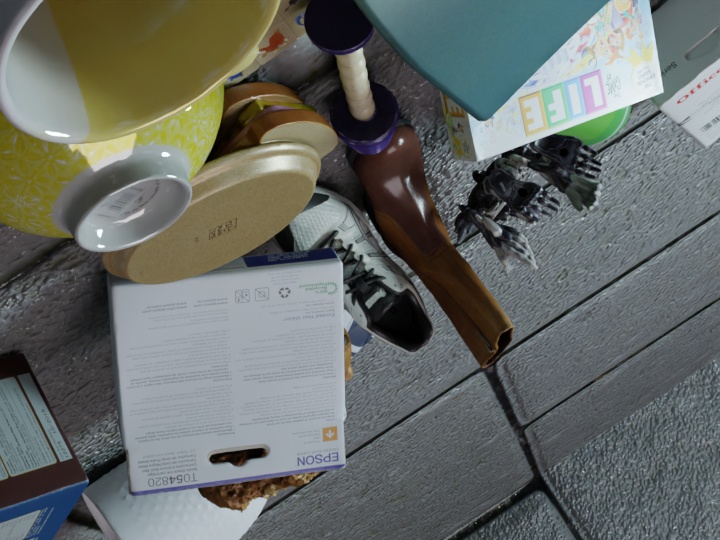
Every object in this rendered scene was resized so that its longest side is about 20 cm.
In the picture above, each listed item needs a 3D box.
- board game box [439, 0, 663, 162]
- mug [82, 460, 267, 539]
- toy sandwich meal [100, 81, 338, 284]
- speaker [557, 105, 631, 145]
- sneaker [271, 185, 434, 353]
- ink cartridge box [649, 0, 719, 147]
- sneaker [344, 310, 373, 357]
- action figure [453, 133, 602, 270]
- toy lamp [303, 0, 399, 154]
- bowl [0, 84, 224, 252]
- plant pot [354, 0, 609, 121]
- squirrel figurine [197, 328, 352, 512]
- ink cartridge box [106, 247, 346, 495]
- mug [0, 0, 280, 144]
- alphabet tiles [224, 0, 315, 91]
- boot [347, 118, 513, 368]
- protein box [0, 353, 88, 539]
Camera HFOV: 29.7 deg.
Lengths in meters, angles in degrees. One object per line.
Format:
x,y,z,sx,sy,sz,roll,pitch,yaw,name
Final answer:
0.148,-0.180,1.082,0.200,0.135,0.034,-22,-161,-27,board game box
-0.203,0.255,1.522,0.175,0.148,0.200,-34,-170,-19,mug
-0.116,-0.064,1.040,0.205,0.070,0.205,-27,165,-8,toy sandwich meal
0.168,-0.159,1.204,0.088,0.089,0.200,-44,156,25,speaker
0.000,0.000,1.211,0.076,0.088,0.200,-46,124,5,sneaker
0.352,-0.214,1.345,0.146,0.084,0.200,-40,157,16,ink cartridge box
-0.014,0.066,1.450,0.108,0.070,0.200,-16,150,-33,sneaker
0.146,-0.061,1.197,0.119,0.102,0.200,-49,-178,-7,action figure
-0.003,-0.142,1.030,0.058,0.058,0.200,-32,162,-3,toy lamp
-0.165,-0.077,0.862,0.200,0.108,0.200,-25,159,-10,bowl
0.044,-0.213,0.843,0.141,0.142,0.200,-44,151,17,plant pot
-0.085,0.125,1.298,0.186,0.200,0.142,-19,152,-11,squirrel figurine
-0.112,0.087,1.169,0.199,0.041,0.201,-5,111,-13,ink cartridge box
-0.138,-0.159,0.676,0.149,0.153,0.187,-28,159,-14,mug
-0.096,-0.171,0.913,0.200,0.006,0.166,-35,159,5,alphabet tiles
0.065,-0.019,1.197,0.068,0.200,0.188,-27,158,-16,boot
-0.370,0.198,1.139,0.200,0.135,0.199,-14,152,-41,protein box
